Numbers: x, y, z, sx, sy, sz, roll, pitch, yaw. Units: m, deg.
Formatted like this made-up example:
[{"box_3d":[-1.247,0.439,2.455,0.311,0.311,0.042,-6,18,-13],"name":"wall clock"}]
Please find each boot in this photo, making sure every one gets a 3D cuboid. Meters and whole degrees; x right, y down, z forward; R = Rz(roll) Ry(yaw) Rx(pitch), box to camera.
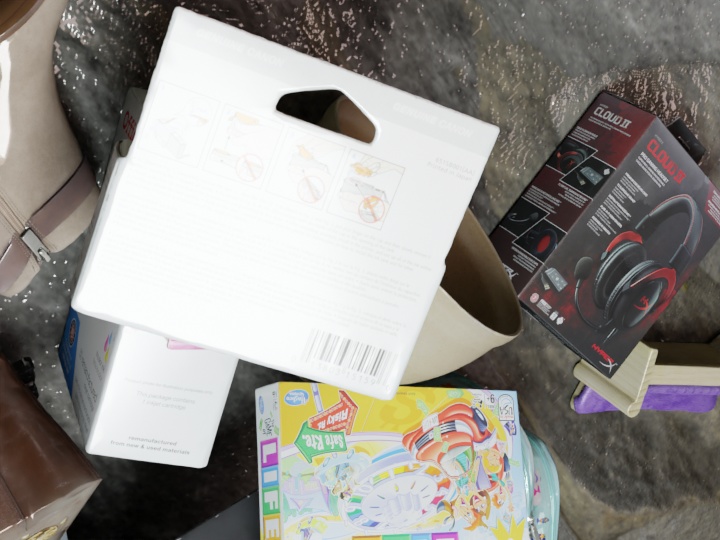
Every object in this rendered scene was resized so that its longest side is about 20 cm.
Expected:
[{"box_3d":[-0.273,0.105,0.738,0.185,0.201,0.064,-31,168,-17],"name":"boot"},{"box_3d":[-0.205,-0.088,0.766,0.200,0.070,0.147,-49,135,-13],"name":"boot"}]

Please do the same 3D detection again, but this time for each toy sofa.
[{"box_3d":[0.295,0.102,1.151,0.198,0.083,0.099,5,109,-33],"name":"toy sofa"}]

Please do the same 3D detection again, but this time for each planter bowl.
[{"box_3d":[0.000,0.000,0.868,0.134,0.202,0.200,-37,130,18],"name":"planter bowl"}]

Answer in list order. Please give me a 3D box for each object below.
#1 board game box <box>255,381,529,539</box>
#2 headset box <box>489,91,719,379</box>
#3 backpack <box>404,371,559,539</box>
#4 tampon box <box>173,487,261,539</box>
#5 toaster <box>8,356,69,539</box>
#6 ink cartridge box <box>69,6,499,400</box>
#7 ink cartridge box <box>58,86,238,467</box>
[{"box_3d":[0.025,0.147,0.841,0.198,0.034,0.137,5,75,-33],"name":"board game box"},{"box_3d":[0.210,-0.036,1.036,0.148,0.075,0.201,38,90,-37],"name":"headset box"},{"box_3d":[0.069,0.182,0.994,0.149,0.177,0.203,-16,110,-27],"name":"backpack"},{"box_3d":[-0.104,0.275,0.848,0.149,0.126,0.201,-25,152,-49],"name":"tampon box"},{"box_3d":[-0.258,0.165,0.826,0.127,0.114,0.203,-16,121,-21],"name":"toaster"},{"box_3d":[-0.043,-0.035,0.704,0.197,0.044,0.176,18,104,-18],"name":"ink cartridge box"},{"box_3d":[-0.124,-0.001,0.804,0.084,0.145,0.203,12,106,-25],"name":"ink cartridge box"}]
